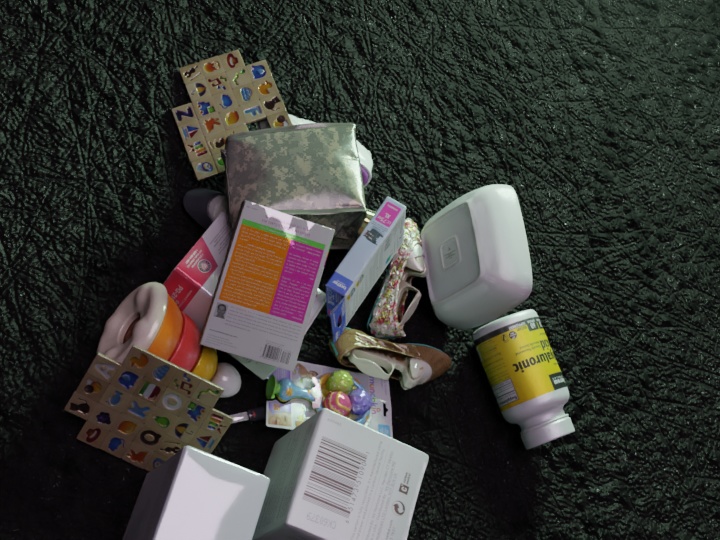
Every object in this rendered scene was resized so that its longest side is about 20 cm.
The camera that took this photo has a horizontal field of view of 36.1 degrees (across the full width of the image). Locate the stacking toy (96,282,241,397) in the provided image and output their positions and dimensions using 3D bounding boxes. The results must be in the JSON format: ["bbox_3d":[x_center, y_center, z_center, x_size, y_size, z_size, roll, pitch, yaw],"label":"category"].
[{"bbox_3d":[-0.250,0.122,1.523,0.200,0.146,0.147,36,58,-30],"label":"stacking toy"}]

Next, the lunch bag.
[{"bbox_3d":[-0.101,-0.119,1.599,0.199,0.118,0.165,-1,59,-11],"label":"lunch bag"}]

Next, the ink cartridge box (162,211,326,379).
[{"bbox_3d":[-0.167,0.037,1.577,0.200,0.084,0.145,38,44,-6],"label":"ink cartridge box"}]

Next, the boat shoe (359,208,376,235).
[{"bbox_3d":[-0.032,-0.071,1.708,0.199,0.076,0.074,24,65,-13],"label":"boat shoe"}]

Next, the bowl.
[{"bbox_3d":[0.164,-0.022,1.698,0.074,0.200,0.201,6,66,-33],"label":"bowl"}]

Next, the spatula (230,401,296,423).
[{"bbox_3d":[-0.175,0.210,1.560,0.199,0.021,0.057,-7,72,-27],"label":"spatula"}]

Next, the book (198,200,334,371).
[{"bbox_3d":[-0.125,0.022,1.487,0.133,0.048,0.201,18,86,-12],"label":"book"}]

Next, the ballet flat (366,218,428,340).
[{"bbox_3d":[0.069,0.018,1.706,0.064,0.076,0.201,13,77,22],"label":"ballet flat"}]

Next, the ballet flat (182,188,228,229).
[{"bbox_3d":[-0.171,-0.068,1.645,0.200,0.073,0.073,35,60,-8],"label":"ballet flat"}]

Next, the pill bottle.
[{"bbox_3d":[0.259,0.171,1.722,0.111,0.111,0.201,-15,77,-28],"label":"pill bottle"}]

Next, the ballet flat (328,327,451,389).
[{"bbox_3d":[0.047,0.140,1.654,0.199,0.068,0.072,18,31,-18],"label":"ballet flat"}]

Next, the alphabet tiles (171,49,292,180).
[{"bbox_3d":[-0.203,-0.247,1.699,0.167,0.008,0.201,-20,68,-9],"label":"alphabet tiles"}]

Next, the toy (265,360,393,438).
[{"bbox_3d":[-0.039,0.182,1.605,0.199,0.047,0.116,10,54,-19],"label":"toy"}]

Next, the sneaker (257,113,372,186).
[{"bbox_3d":[-0.071,-0.199,1.755,0.199,0.075,0.100,28,36,-8],"label":"sneaker"}]

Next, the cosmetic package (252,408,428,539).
[{"bbox_3d":[-0.037,0.311,1.478,0.165,0.200,0.165,25,61,-13],"label":"cosmetic package"}]

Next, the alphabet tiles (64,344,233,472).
[{"bbox_3d":[-0.278,0.189,1.454,0.200,0.167,0.006,28,23,-16],"label":"alphabet tiles"}]

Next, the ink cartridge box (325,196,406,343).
[{"bbox_3d":[0.000,0.000,1.607,0.042,0.119,0.200,28,69,12],"label":"ink cartridge box"}]

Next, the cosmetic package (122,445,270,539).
[{"bbox_3d":[-0.223,0.348,1.378,0.123,0.200,0.200,24,63,-14],"label":"cosmetic package"}]
